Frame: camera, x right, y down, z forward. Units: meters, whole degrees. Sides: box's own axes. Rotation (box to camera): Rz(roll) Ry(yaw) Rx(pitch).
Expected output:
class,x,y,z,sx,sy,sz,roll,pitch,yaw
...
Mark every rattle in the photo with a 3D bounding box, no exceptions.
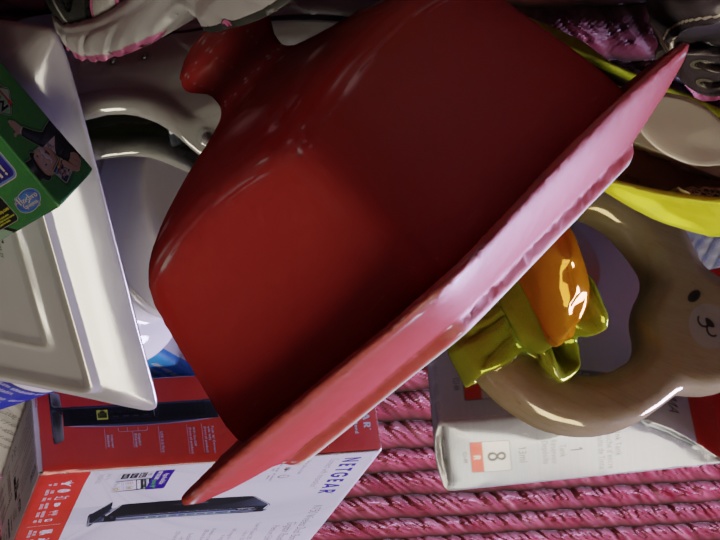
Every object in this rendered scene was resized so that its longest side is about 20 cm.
class,x,y,z,sx,sy,sz,roll,pitch,yaw
rattle,0.144,0.002,1.166,0.199,0.130,0.143,11,145,-16

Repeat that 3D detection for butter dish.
class,x,y,z,sx,sy,sz,roll,pitch,yaw
butter dish,-0.008,-0.038,1.010,0.199,0.148,0.200,-43,180,-41

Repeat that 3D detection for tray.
class,x,y,z,sx,sy,sz,roll,pitch,yaw
tray,-0.156,-0.020,1.150,0.107,0.022,0.200,10,130,28

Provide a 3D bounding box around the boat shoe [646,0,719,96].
class,x,y,z,sx,sy,sz,roll,pitch,yaw
boat shoe,0.149,-0.102,1.064,0.072,0.065,0.200,-17,-177,2

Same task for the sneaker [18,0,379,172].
class,x,y,z,sx,sy,sz,roll,pitch,yaw
sneaker,-0.057,-0.077,1.157,0.199,0.071,0.073,-7,160,4

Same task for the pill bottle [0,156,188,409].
class,x,y,z,sx,sy,sz,roll,pitch,yaw
pill bottle,-0.152,-0.002,1.268,0.200,0.120,0.120,-18,156,31

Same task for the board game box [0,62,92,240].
class,x,y,z,sx,sy,sz,roll,pitch,yaw
board game box,-0.220,-0.052,1.128,0.200,0.029,0.135,-26,110,44

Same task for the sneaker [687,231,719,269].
class,x,y,z,sx,sy,sz,roll,pitch,yaw
sneaker,0.251,-0.007,1.410,0.199,0.079,0.079,-10,168,14

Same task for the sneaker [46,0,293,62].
class,x,y,z,sx,sy,sz,roll,pitch,yaw
sneaker,-0.068,-0.138,1.000,0.080,0.087,0.200,-31,-167,-29

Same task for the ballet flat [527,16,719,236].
class,x,y,z,sx,sy,sz,roll,pitch,yaw
ballet flat,0.085,-0.069,1.099,0.200,0.067,0.067,20,171,-3

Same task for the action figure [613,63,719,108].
class,x,y,z,sx,sy,sz,roll,pitch,yaw
action figure,0.163,-0.061,1.219,0.200,0.070,0.130,5,-158,-29

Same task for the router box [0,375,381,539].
class,x,y,z,sx,sy,sz,roll,pitch,yaw
router box,-0.098,0.108,1.441,0.179,0.049,0.200,-3,161,-14

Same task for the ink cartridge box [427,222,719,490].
class,x,y,z,sx,sy,sz,roll,pitch,yaw
ink cartridge box,0.131,0.031,1.275,0.199,0.162,0.050,-9,124,4

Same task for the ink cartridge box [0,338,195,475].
class,x,y,z,sx,sy,sz,roll,pitch,yaw
ink cartridge box,-0.171,0.046,1.443,0.199,0.085,0.146,-13,160,19
